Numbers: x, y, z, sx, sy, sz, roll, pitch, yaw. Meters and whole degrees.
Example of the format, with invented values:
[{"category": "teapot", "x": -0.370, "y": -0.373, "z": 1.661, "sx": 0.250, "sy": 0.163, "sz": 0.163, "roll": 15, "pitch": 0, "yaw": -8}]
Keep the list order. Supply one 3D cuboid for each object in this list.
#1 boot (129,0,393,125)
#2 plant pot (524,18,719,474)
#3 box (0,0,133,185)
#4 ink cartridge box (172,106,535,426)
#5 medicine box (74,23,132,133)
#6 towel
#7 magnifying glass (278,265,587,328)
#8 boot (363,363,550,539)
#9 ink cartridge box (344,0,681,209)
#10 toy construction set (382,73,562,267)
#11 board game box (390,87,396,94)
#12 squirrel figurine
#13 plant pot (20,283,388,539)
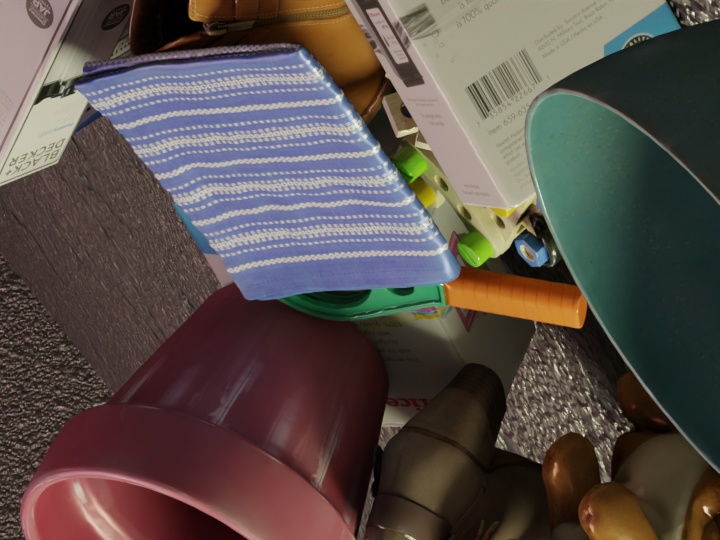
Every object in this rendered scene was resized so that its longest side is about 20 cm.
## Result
[{"category": "boot", "x": -0.050, "y": -0.126, "z": 1.283, "sx": 0.077, "sy": 0.154, "sz": 0.200, "roll": 55, "pitch": 146, "yaw": 21}, {"category": "plant pot", "x": 0.174, "y": -0.018, "z": 0.901, "sx": 0.201, "sy": 0.134, "sz": 0.200, "roll": 52, "pitch": 166, "yaw": 18}, {"category": "box", "x": -0.187, "y": -0.154, "z": 1.311, "sx": 0.117, "sy": 0.060, "sz": 0.200, "roll": 46, "pitch": 132, "yaw": 13}, {"category": "ink cartridge box", "x": 0.000, "y": 0.000, "z": 1.457, "sx": 0.144, "sy": 0.085, "sz": 0.201, "roll": 0, "pitch": 135, "yaw": 32}, {"category": "medicine box", "x": -0.128, "y": -0.194, "z": 1.461, "sx": 0.103, "sy": 0.182, "sz": 0.200, "roll": 54, "pitch": 167, "yaw": 6}, {"category": "towel", "x": -0.046, "y": -0.048, "z": 1.280, "sx": 0.144, "sy": 0.024, "sz": 0.200, "roll": -3, "pitch": 144, "yaw": 30}, {"category": "magnifying glass", "x": 0.030, "y": 0.006, "z": 1.359, "sx": 0.198, "sy": 0.022, "sz": 0.080, "roll": 8, "pitch": 139, "yaw": 17}, {"category": "boot", "x": 0.057, "y": 0.158, "z": 1.420, "sx": 0.070, "sy": 0.147, "sz": 0.201, "roll": 6, "pitch": 139, "yaw": 32}, {"category": "ink cartridge box", "x": 0.053, "y": -0.143, "z": 1.084, "sx": 0.201, "sy": 0.115, "sz": 0.067, "roll": 59, "pitch": 168, "yaw": -13}, {"category": "toy construction set", "x": 0.070, "y": -0.066, "z": 1.259, "sx": 0.131, "sy": 0.092, "sz": 0.200, "roll": 46, "pitch": 175, "yaw": 10}, {"category": "board game box", "x": 0.037, "y": -0.116, "z": 1.403, "sx": 0.095, "sy": 0.030, "sz": 0.201, "roll": 31, "pitch": 150, "yaw": 61}, {"category": "squirrel figurine", "x": 0.149, "y": 0.189, "z": 1.378, "sx": 0.141, "sy": 0.186, "sz": 0.201, "roll": 37, "pitch": 159, "yaw": 47}, {"category": "plant pot", "x": -0.073, "y": 0.114, "z": 1.419, "sx": 0.199, "sy": 0.180, "sz": 0.201, "roll": 18, "pitch": 144, "yaw": 14}]
